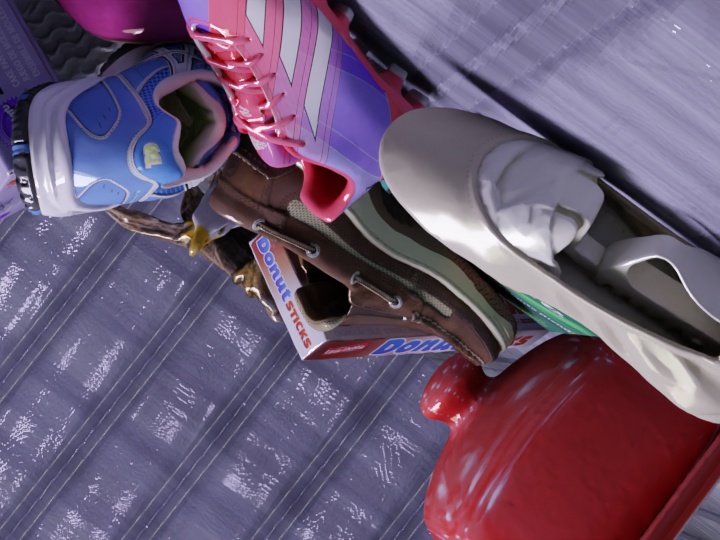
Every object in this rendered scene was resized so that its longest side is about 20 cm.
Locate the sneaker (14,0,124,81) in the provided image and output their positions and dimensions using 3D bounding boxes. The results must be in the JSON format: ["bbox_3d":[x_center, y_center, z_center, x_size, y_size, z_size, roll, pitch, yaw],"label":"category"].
[{"bbox_3d":[-0.165,-0.143,1.306,0.100,0.069,0.201,-117,4,-77],"label":"sneaker"}]

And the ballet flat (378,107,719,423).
[{"bbox_3d":[0.101,-0.011,1.035,0.200,0.070,0.069,34,177,-7],"label":"ballet flat"}]

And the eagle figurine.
[{"bbox_3d":[-0.055,-0.067,1.340,0.151,0.201,0.151,2,-135,-12],"label":"eagle figurine"}]

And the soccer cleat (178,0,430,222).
[{"bbox_3d":[-0.037,-0.088,1.086,0.067,0.077,0.200,33,176,35],"label":"soccer cleat"}]

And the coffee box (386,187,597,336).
[{"bbox_3d":[0.077,-0.018,1.217,0.123,0.044,0.200,37,176,-6],"label":"coffee box"}]

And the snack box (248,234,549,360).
[{"bbox_3d":[0.025,0.009,1.338,0.199,0.024,0.072,-1,-119,-51],"label":"snack box"}]

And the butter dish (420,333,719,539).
[{"bbox_3d":[0.098,0.101,1.353,0.148,0.200,0.200,37,176,-5],"label":"butter dish"}]

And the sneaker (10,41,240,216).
[{"bbox_3d":[-0.086,-0.066,1.146,0.077,0.076,0.200,-1,-162,20],"label":"sneaker"}]

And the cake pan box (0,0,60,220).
[{"bbox_3d":[-0.215,-0.117,1.241,0.185,0.052,0.200,62,162,-1],"label":"cake pan box"}]

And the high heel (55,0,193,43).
[{"bbox_3d":[-0.132,-0.168,1.157,0.199,0.067,0.096,18,140,34],"label":"high heel"}]

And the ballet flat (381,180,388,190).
[{"bbox_3d":[-0.012,-0.043,1.508,0.067,0.071,0.200,36,177,-25],"label":"ballet flat"}]

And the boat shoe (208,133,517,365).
[{"bbox_3d":[-0.003,-0.002,1.242,0.202,0.075,0.075,42,175,-35],"label":"boat shoe"}]
